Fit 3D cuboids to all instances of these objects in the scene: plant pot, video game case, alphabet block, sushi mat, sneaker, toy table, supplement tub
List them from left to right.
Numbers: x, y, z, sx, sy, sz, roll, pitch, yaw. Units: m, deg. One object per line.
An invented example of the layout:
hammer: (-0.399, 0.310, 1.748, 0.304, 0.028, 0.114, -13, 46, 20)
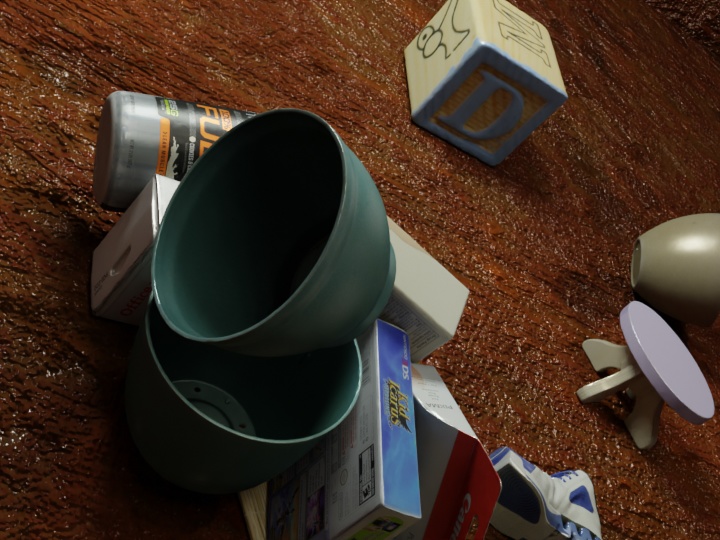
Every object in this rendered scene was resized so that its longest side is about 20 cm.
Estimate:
supplement tub: (-0.167, -0.111, 1.008, 0.200, 0.123, 0.123, 5, 49, -23)
plant pot: (-0.123, 0.109, 0.886, 0.200, 0.161, 0.201, 19, 43, -19)
sushi mat: (-0.086, 0.205, 0.970, 0.096, 0.012, 0.200, 8, 49, -42)
plant pot: (-0.054, -0.013, 0.802, 0.134, 0.200, 0.201, 34, 33, -46)
video game case: (-0.019, 0.174, 0.899, 0.045, 0.181, 0.200, 26, 40, -26)
alphabet block: (0.207, -0.336, 1.662, 0.196, 0.195, 0.200, 27, 40, -27)
sneaker: (0.221, 0.275, 1.167, 0.199, 0.081, 0.115, 44, 31, -13)
toy table: (0.415, 0.159, 1.438, 0.184, 0.117, 0.200, 15, 44, -35)
plant pot: (0.551, -0.006, 1.709, 0.134, 0.201, 0.200, 5, 40, 5)

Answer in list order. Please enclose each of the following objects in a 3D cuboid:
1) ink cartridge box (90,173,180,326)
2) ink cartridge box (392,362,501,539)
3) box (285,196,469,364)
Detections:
ink cartridge box: (-0.153, 0.000, 0.990, 0.200, 0.146, 0.085, 16, 47, -36)
ink cartridge box: (0.053, 0.200, 0.882, 0.050, 0.162, 0.200, 10, 21, -16)
box: (0.000, 0.000, 0.947, 0.200, 0.095, 0.078, 42, 40, -13)
